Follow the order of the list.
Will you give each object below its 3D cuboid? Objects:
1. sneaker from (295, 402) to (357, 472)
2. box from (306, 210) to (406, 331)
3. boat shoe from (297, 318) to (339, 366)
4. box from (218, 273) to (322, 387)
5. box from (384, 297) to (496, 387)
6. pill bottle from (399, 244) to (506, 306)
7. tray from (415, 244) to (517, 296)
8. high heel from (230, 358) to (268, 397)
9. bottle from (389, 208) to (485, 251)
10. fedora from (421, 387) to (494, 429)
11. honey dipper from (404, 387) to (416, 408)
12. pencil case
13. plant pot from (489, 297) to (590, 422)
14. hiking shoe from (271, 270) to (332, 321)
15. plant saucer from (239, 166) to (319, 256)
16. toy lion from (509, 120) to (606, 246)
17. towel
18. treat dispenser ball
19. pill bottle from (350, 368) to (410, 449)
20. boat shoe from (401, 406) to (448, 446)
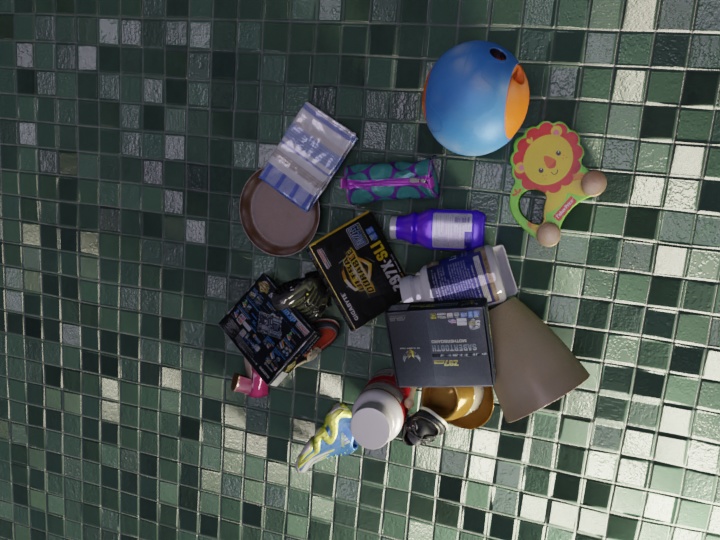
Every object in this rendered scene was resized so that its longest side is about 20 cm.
[{"bbox_3d":[-0.070,0.412,1.359,0.104,0.076,0.202,35,106,7],"label":"sneaker"},{"bbox_3d":[0.000,0.000,1.245,0.158,0.049,0.203,-29,91,-17],"label":"box"},{"bbox_3d":[-0.130,0.177,1.334,0.197,0.063,0.072,-29,113,19],"label":"boat shoe"},{"bbox_3d":[-0.205,0.132,1.314,0.159,0.046,0.200,-47,66,2],"label":"box"},{"bbox_3d":[0.154,0.141,1.123,0.195,0.051,0.162,-4,107,22],"label":"box"},{"bbox_3d":[0.184,0.033,1.173,0.196,0.116,0.118,-18,94,13],"label":"pill bottle"},{"bbox_3d":[0.223,0.025,1.239,0.196,0.022,0.110,-19,93,18],"label":"tray"},{"bbox_3d":[-0.237,0.200,1.397,0.067,0.095,0.204,24,94,54],"label":"high heel"},{"bbox_3d":[0.159,-0.086,1.216,0.195,0.065,0.086,3,98,16],"label":"bottle"},{"bbox_3d":[0.182,0.251,1.214,0.199,0.081,0.206,24,123,43],"label":"fedora"},{"bbox_3d":[0.127,0.187,1.224,0.037,0.038,0.204,18,81,12],"label":"honey dipper"},{"bbox_3d":[0.064,-0.185,1.213,0.195,0.092,0.087,-3,99,17],"label":"pencil case"},{"bbox_3d":[0.321,0.164,1.168,0.185,0.187,0.203,-33,75,18],"label":"plant pot"},{"bbox_3d":[-0.111,0.063,1.248,0.074,0.199,0.103,-10,99,32],"label":"hiking shoe"},{"bbox_3d":[-0.179,-0.135,1.322,0.195,0.032,0.206,3,99,16],"label":"plant saucer"},{"bbox_3d":[0.366,-0.178,1.149,0.191,0.068,0.201,43,108,13],"label":"toy lion"},{"bbox_3d":[-0.115,-0.246,1.267,0.146,0.024,0.202,35,93,8],"label":"towel"},{"bbox_3d":[0.212,-0.318,1.090,0.196,0.201,0.207,3,100,15],"label":"treat dispenser ball"},{"bbox_3d":[0.044,0.293,1.241,0.109,0.200,0.115,3,101,15],"label":"pill bottle"},{"bbox_3d":[0.125,0.336,1.228,0.074,0.199,0.066,41,69,0],"label":"boat shoe"}]
